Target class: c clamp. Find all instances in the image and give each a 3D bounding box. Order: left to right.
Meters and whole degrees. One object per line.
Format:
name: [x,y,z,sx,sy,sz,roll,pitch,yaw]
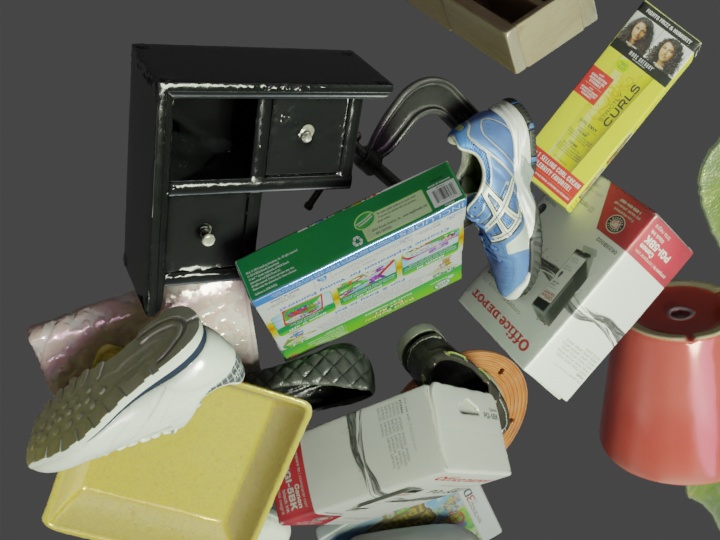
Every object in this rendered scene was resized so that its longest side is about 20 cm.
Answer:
c clamp: [0.058,-0.094,0.922,0.199,0.027,0.172,29,96,-37]

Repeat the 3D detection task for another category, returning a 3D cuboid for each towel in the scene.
towel: [-0.191,0.099,0.900,0.197,0.032,0.194,-20,125,-17]

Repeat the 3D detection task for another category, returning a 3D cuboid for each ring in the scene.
ring: [0.107,0.176,1.112,0.197,0.019,0.203,-14,125,-20]

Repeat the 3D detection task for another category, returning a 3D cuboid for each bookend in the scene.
bookend: [-0.093,-0.078,0.805,0.195,0.092,0.203,-4,121,-26]

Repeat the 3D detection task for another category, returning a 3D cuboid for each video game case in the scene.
video game case: [0.064,0.316,1.154,0.198,0.022,0.183,-29,131,-2]

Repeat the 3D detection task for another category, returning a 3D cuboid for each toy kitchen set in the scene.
toy kitchen set: [0.110,-0.304,0.720,0.162,0.181,0.201,-34,133,-6]

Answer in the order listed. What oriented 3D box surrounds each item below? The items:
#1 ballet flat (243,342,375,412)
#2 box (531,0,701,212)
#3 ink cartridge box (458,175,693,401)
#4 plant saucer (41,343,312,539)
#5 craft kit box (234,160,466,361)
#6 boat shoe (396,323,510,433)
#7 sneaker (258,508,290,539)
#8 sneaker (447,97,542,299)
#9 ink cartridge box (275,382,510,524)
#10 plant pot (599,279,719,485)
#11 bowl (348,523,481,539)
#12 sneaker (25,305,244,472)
ballet flat: [-0.080,0.129,0.919,0.197,0.057,0.067,-25,134,-4]
box: [0.242,-0.159,0.939,0.201,0.075,0.050,-51,167,10]
ink cartridge box: [0.217,0.008,0.985,0.082,0.147,0.201,33,99,-37]
plant saucer: [-0.169,0.167,0.878,0.197,0.049,0.202,18,111,-16]
craft kit box: [0.000,0.000,0.859,0.197,0.049,0.198,-25,158,-5]
boat shoe: [0.111,0.136,1.038,0.072,0.061,0.201,-44,129,3]
sneaker: [-0.156,0.302,1.007,0.197,0.085,0.074,5,114,-32]
sneaker: [0.128,-0.062,0.924,0.076,0.076,0.203,-18,115,-16]
ink cartridge box: [0.029,0.189,0.949,0.198,0.084,0.146,-25,156,28]
plant pot: [0.378,0.122,1.124,0.197,0.200,0.180,-18,117,-17]
bowl: [0.042,0.377,1.125,0.196,0.075,0.203,-1,125,-25]
sneaker: [-0.190,0.116,0.789,0.198,0.077,0.081,-32,133,11]
